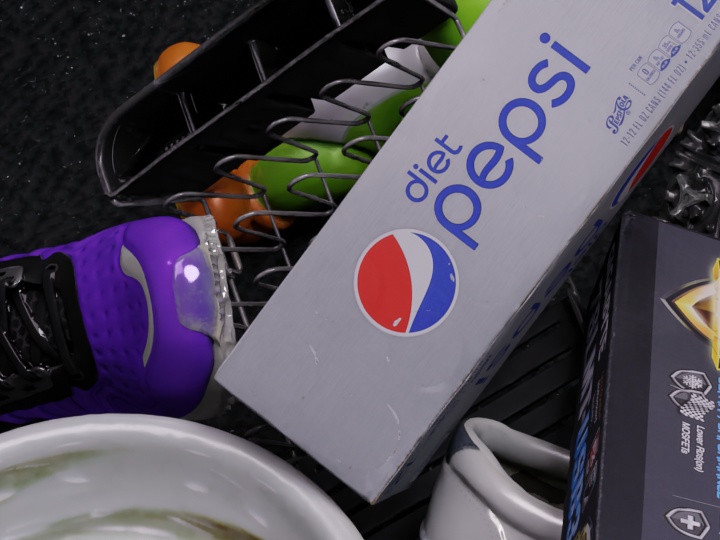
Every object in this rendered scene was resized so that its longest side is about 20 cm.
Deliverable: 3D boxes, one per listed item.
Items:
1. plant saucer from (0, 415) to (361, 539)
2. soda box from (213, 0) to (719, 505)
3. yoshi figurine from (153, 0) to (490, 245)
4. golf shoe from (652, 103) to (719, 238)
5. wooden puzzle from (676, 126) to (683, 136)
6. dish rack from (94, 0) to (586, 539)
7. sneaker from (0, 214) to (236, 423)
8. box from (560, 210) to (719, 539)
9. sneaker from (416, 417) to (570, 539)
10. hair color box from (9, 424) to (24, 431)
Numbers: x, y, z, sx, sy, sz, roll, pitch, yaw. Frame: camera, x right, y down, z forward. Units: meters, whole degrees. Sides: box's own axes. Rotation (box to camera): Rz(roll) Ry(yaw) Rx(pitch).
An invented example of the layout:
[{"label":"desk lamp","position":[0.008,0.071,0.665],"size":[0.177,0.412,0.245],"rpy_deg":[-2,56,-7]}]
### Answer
[{"label":"plant saucer","position":[-0.085,0.140,0.753],"size":[0.200,0.050,0.200],"rpy_deg":[-4,51,5]},{"label":"soda box","position":[0.042,-0.025,0.772],"size":[0.068,0.063,0.200],"rpy_deg":[37,98,10]},{"label":"yoshi figurine","position":[0.011,-0.082,0.936],"size":[0.200,0.112,0.112],"rpy_deg":[-21,24,21]},{"label":"golf shoe","position":[0.174,-0.052,0.914],"size":[0.078,0.094,0.200],"rpy_deg":[18,83,31]},{"label":"wooden puzzle","position":[0.085,-0.176,0.979],"size":[0.037,0.185,0.200],"rpy_deg":[-12,39,-27]},{"label":"dish rack","position":[0.000,0.000,0.863],"size":[0.153,0.055,0.200],"rpy_deg":[-34,67,30]},{"label":"sneaker","position":[-0.114,0.026,0.850],"size":[0.099,0.200,0.070],"rpy_deg":[-6,86,-25]},{"label":"box","position":[0.161,0.077,0.725],"size":[0.198,0.050,0.200],"rpy_deg":[16,34,-1]},{"label":"sneaker","position":[0.112,0.099,0.772],"size":[0.200,0.071,0.073],"rpy_deg":[13,22,14]},{"label":"hair color box","position":[-0.128,0.157,0.833],"size":[0.099,0.061,0.200],"rpy_deg":[16,56,30]}]
